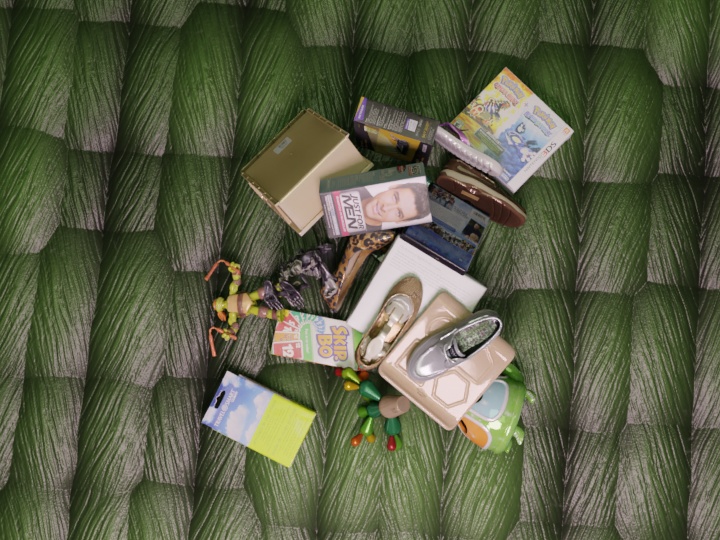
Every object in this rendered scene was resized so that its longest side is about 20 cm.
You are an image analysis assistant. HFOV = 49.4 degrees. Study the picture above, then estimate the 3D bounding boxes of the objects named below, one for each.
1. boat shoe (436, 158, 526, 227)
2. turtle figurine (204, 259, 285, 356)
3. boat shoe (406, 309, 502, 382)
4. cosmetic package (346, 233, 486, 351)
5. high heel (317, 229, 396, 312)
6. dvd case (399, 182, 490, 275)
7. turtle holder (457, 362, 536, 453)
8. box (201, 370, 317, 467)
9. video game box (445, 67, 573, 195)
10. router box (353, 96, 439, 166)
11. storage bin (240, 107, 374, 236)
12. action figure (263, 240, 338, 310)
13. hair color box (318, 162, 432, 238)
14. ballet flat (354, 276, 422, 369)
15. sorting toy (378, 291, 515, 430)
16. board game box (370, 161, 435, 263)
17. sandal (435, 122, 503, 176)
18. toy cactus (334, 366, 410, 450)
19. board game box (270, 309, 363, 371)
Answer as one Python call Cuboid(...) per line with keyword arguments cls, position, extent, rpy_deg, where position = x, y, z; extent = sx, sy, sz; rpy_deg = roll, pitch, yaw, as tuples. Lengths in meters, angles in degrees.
Cuboid(cls="boat shoe", position=(0.260, -0.167, 1.612), extent=(0.202, 0.075, 0.075), rpy_deg=(31, 61, -5))
Cuboid(cls="turtle figurine", position=(-0.235, 0.077, 1.593), extent=(0.161, 0.064, 0.201), rpy_deg=(-1, 73, 10))
Cuboid(cls="boat shoe", position=(0.170, 0.136, 1.422), extent=(0.201, 0.072, 0.070), rpy_deg=(-34, 92, 1))
Cuboid(cls="cosmetic package", position=(0.109, 0.061, 1.544), extent=(0.199, 0.123, 0.200), rpy_deg=(32, 97, 0))
Cuboid(cls="high heel", position=(0.000, 0.000, 1.566), extent=(0.200, 0.071, 0.143), rpy_deg=(-16, 77, 37))
Cuboid(cls="dvd case", position=(0.169, -0.086, 1.538), extent=(0.142, 0.018, 0.200), rpy_deg=(30, 42, 1))
Cuboid(cls="turtle holder", position=(0.262, 0.256, 1.532), extent=(0.131, 0.141, 0.186), rpy_deg=(21, 87, 4))
Cuboid(cls="box", position=(-0.203, 0.297, 1.580), extent=(0.200, 0.048, 0.122), rpy_deg=(26, 84, 4))
Cuboid(cls="video game box", position=(0.310, -0.290, 1.637), extent=(0.200, 0.047, 0.182), rpy_deg=(44, 85, 5))
Cuboid(cls="router box", position=(0.070, -0.272, 1.560), extent=(0.157, 0.200, 0.052), rpy_deg=(18, 86, 3))
Cuboid(cls="storage bin", position=(-0.116, -0.205, 1.567), extent=(0.200, 0.094, 0.199), rpy_deg=(-45, 42, -3))
Cuboid(cls="action figure", position=(-0.114, 0.018, 1.543), extent=(0.119, 0.200, 0.102), rpy_deg=(-16, 108, 28))
Cuboid(cls="hair color box", position=(0.029, -0.131, 1.476), extent=(0.199, 0.061, 0.099), rpy_deg=(-9, 122, 5))
Cuboid(cls="ballet flat", position=(0.056, 0.103, 1.458), extent=(0.070, 0.065, 0.200), rpy_deg=(29, 96, 1))
Cuboid(cls="sorting toy", position=(0.162, 0.170, 1.477), extent=(0.185, 0.036, 0.200), rpy_deg=(39, 91, -2))
Cuboid(cls="board game box", position=(0.084, -0.109, 1.628), extent=(0.135, 0.028, 0.200), rpy_deg=(44, 86, 4))
Cuboid(cls="sandal", position=(0.208, -0.260, 1.583), extent=(0.202, 0.082, 0.050), rpy_deg=(36, 87, 8))
Cuboid(cls="toy cactus", position=(0.031, 0.269, 1.525), extent=(0.102, 0.165, 0.200), rpy_deg=(-25, 90, -34))
Cuboid(cls="board game box", position=(-0.077, 0.144, 1.607), extent=(0.199, 0.030, 0.096), rpy_deg=(11, 84, 0))
